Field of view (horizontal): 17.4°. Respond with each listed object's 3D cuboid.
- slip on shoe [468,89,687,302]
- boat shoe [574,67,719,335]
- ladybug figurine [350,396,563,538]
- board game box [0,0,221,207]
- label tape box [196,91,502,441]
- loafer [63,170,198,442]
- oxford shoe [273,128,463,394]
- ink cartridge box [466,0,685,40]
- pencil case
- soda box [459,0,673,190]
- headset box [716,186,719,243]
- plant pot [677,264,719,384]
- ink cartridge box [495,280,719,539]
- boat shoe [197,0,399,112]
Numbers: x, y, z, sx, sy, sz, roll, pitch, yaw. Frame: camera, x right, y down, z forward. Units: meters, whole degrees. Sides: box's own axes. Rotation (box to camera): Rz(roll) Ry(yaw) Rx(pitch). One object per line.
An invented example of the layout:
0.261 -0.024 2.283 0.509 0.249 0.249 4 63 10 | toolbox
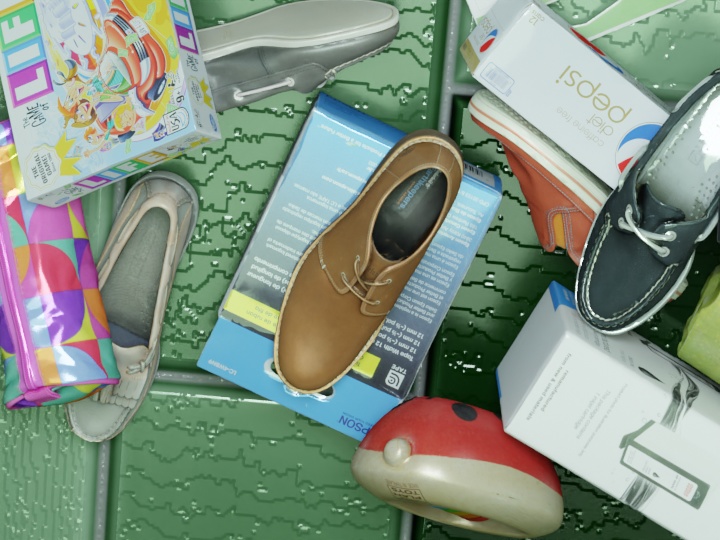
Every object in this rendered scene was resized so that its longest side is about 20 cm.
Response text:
0.139 -0.043 1.599 0.061 0.074 0.200 -40 105 13 | slip on shoe
0.197 -0.047 1.513 0.075 0.060 0.201 30 100 12 | boat shoe
0.069 0.132 1.595 0.135 0.200 0.072 7 79 27 | ladybug figurine
-0.175 -0.158 1.527 0.134 0.034 0.201 -21 75 24 | board game box
-0.008 0.000 1.614 0.142 0.066 0.201 24 106 -5 | label tape box
-0.166 0.029 1.623 0.071 0.063 0.201 18 104 -3 | loafer
0.000 0.000 1.546 0.071 0.071 0.201 28 105 -8 | oxford shoe
0.119 -0.245 1.560 0.145 0.048 0.201 -22 124 7 | ink cartridge box
-0.222 -0.008 1.580 0.088 0.088 0.201 -16 86 5 | pencil case
0.162 -0.103 1.568 0.200 0.068 0.064 38 102 -17 | soda box
0.342 -0.067 1.484 0.148 0.075 0.200 36 71 23 | headset box
0.319 0.037 1.566 0.183 0.200 0.201 26 103 6 | plant pot
0.197 0.106 1.595 0.199 0.146 0.085 31 101 -7 | ink cartridge box
-0.067 -0.138 1.584 0.198 0.067 0.057 -9 120 8 | boat shoe
